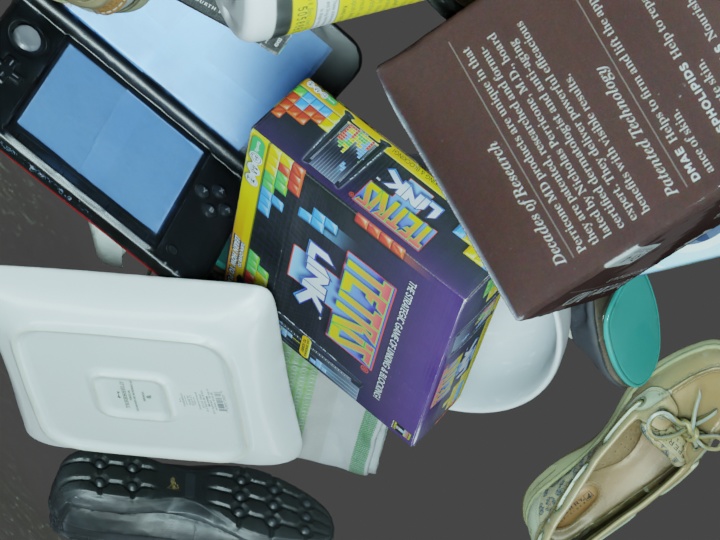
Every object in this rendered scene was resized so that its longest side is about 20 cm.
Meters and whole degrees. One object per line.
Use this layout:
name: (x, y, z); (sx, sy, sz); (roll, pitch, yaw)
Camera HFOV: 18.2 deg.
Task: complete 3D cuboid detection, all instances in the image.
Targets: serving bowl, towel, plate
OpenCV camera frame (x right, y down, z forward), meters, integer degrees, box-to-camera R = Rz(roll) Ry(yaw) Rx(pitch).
serving bowl: (0.053, -0.002, 1.473); (0.200, 0.066, 0.200); (20, 139, 18)
towel: (-0.075, 0.080, 1.518); (0.200, 0.031, 0.149); (10, 139, -3)
plate: (-0.146, 0.071, 1.475); (0.200, 0.032, 0.200); (4, 143, 9)

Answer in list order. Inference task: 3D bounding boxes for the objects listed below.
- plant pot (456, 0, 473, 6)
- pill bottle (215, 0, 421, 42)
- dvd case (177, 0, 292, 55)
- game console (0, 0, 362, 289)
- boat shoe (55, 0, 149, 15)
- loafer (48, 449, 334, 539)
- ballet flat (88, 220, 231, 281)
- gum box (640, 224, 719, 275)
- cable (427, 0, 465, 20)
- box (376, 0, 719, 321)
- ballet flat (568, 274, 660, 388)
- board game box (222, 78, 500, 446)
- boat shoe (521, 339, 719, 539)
plant pot: (0.075, -0.255, 1.342); (0.186, 0.187, 0.200); (-15, 125, 4)
pill bottle: (0.018, -0.196, 1.193); (0.200, 0.111, 0.111); (-15, 115, -13)
dvd case: (-0.118, -0.225, 1.355); (0.200, 0.146, 0.022); (27, 133, -12)
game console: (-0.125, -0.120, 1.414); (0.200, 0.172, 0.119); (39, 133, -14)
boat shoe: (-0.214, -0.220, 1.354); (0.200, 0.068, 0.075); (30, 108, 15)
loafer: (-0.119, 0.174, 1.579); (0.200, 0.068, 0.070); (11, 132, -10)
ballet flat: (-0.133, -0.019, 1.487); (0.200, 0.068, 0.068); (42, 116, -16)
gum box: (0.191, -0.089, 1.355); (0.200, 0.045, 0.170); (-14, 87, 26)
cable: (0.005, -0.210, 1.275); (0.200, 0.050, 0.097); (20, 101, -26)
box: (0.153, -0.097, 1.255); (0.200, 0.166, 0.164); (-34, 81, 23)
ballet flat: (0.152, 0.003, 1.502); (0.073, 0.073, 0.200); (-18, 140, 6)
board game box: (0.000, 0.000, 1.374); (0.165, 0.057, 0.200); (39, 152, 14)
boat shoe: (0.197, 0.131, 1.568); (0.073, 0.063, 0.200); (38, 107, -17)
